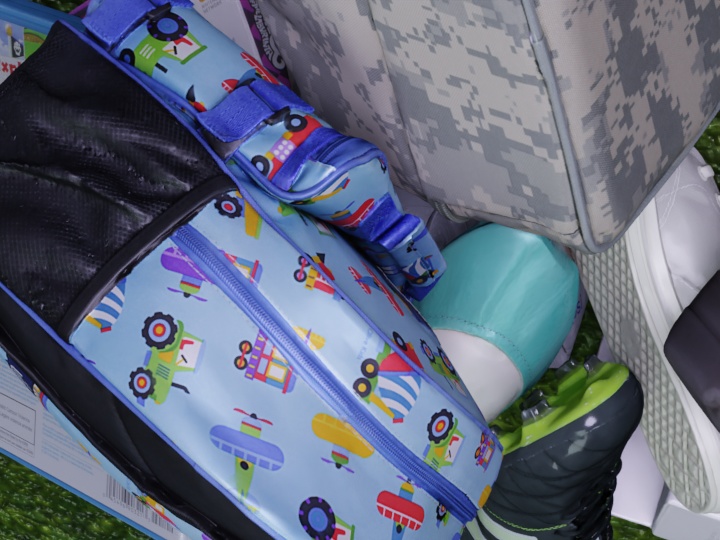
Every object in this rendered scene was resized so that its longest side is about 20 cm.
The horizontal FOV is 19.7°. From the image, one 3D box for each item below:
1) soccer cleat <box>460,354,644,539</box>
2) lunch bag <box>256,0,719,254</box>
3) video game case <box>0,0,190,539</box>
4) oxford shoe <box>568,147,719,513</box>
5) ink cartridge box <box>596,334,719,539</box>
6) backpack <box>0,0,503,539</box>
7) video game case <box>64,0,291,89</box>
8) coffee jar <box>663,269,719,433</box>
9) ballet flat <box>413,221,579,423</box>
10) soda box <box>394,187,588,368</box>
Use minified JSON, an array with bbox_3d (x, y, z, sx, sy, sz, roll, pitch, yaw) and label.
[{"bbox_3d":[0.076,0.096,0.820,0.081,0.067,0.200,49,152,8],"label":"soccer cleat"},{"bbox_3d":[0.024,-0.125,0.675,0.167,0.140,0.201,15,143,33],"label":"lunch bag"},{"bbox_3d":[-0.111,-0.001,0.856,0.142,0.018,0.202,22,116,39],"label":"video game case"},{"bbox_3d":[0.117,-0.010,0.781,0.075,0.057,0.202,139,112,-75],"label":"oxford shoe"},{"bbox_3d":[0.190,0.065,0.834,0.198,0.117,0.067,17,165,6],"label":"ink cartridge box"},{"bbox_3d":[-0.033,0.023,0.680,0.200,0.135,0.183,39,174,24],"label":"backpack"},{"bbox_3d":[-0.080,-0.025,0.858,0.199,0.036,0.183,-22,86,45],"label":"video game case"},{"bbox_3d":[0.202,-0.003,0.692,0.200,0.085,0.104,-44,113,7],"label":"coffee jar"},{"bbox_3d":[0.026,0.054,0.841,0.067,0.071,0.200,30,142,-8],"label":"ballet flat"},{"bbox_3d":[0.000,0.000,0.905,0.198,0.069,0.064,-2,138,30],"label":"soda box"}]
